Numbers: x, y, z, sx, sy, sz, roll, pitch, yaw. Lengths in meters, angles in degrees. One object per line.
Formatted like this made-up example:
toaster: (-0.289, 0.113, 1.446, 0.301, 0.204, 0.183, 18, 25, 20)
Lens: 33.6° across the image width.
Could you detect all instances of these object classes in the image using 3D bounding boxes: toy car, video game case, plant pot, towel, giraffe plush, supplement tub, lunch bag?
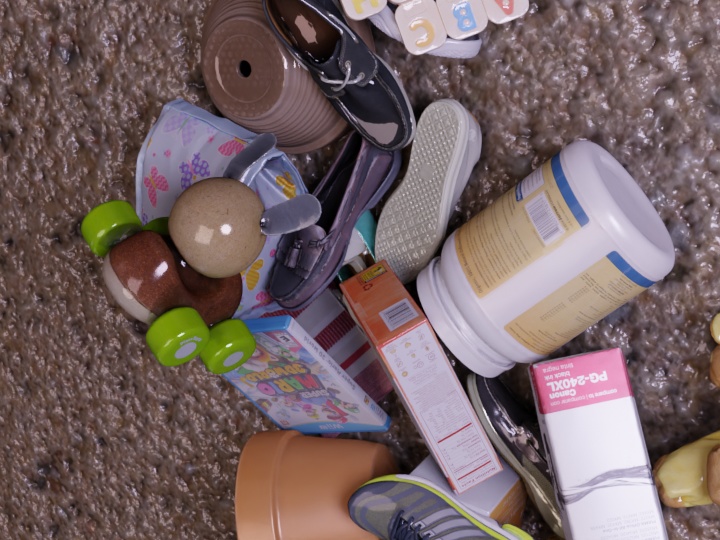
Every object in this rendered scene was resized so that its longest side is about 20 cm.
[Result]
toy car: (-0.129, -0.031, 1.113, 0.200, 0.158, 0.164, -42, 66, 14)
video game case: (-0.076, 0.115, 1.255, 0.143, 0.018, 0.200, -8, 140, 35)
plant pot: (-0.033, 0.263, 1.284, 0.140, 0.200, 0.201, -11, 101, 16)
towel: (-0.054, 0.077, 1.324, 0.200, 0.023, 0.144, 52, 126, 7)
plant pot: (-0.092, -0.211, 1.206, 0.200, 0.093, 0.201, 9, 110, 26)
giraffe plush: (0.354, 0.114, 1.034, 0.200, 0.172, 0.163, -16, 77, 43)
supplement tub: (0.165, -0.007, 1.078, 0.200, 0.145, 0.145, -37, 86, 24)
lunch bag: (-0.144, -0.065, 1.257, 0.169, 0.127, 0.200, 25, 124, 34)

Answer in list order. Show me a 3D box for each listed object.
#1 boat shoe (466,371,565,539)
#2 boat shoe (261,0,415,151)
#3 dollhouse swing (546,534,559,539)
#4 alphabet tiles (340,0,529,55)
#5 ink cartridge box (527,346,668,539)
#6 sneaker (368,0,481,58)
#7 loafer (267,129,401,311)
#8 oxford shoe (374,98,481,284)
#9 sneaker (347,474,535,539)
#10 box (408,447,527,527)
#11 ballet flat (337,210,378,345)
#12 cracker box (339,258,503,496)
boat shoe: (0.182, 0.176, 1.195, 0.066, 0.072, 0.201, -33, 88, 24)
boat shoe: (-0.022, -0.190, 1.116, 0.072, 0.068, 0.200, -30, 104, 26)
dollhouse swing: (0.215, 0.407, 1.202, 0.176, 0.182, 0.200, 31, 119, 30)
alphabet tiles: (0.065, -0.303, 1.069, 0.200, 0.015, 0.196, -20, 96, 2)
ink cartridge box: (0.215, 0.176, 1.086, 0.083, 0.145, 0.201, -12, 83, 4)
sneaker: (0.042, -0.286, 1.112, 0.200, 0.075, 0.114, 36, 121, 16)
loafer: (-0.038, -0.055, 1.192, 0.072, 0.063, 0.200, 33, 88, 38)
oxford shoe: (0.070, -0.075, 1.175, 0.075, 0.058, 0.200, 32, 116, 27)
sneaker: (0.073, 0.256, 1.124, 0.200, 0.081, 0.074, 18, 114, 22)
box: (0.099, 0.294, 1.244, 0.097, 0.124, 0.200, 18, 115, 23)
ballet flat: (0.000, 0.000, 1.235, 0.067, 0.070, 0.200, -30, 90, 38)
cracker box: (0.059, 0.103, 1.159, 0.058, 0.134, 0.200, -29, 120, -3)
